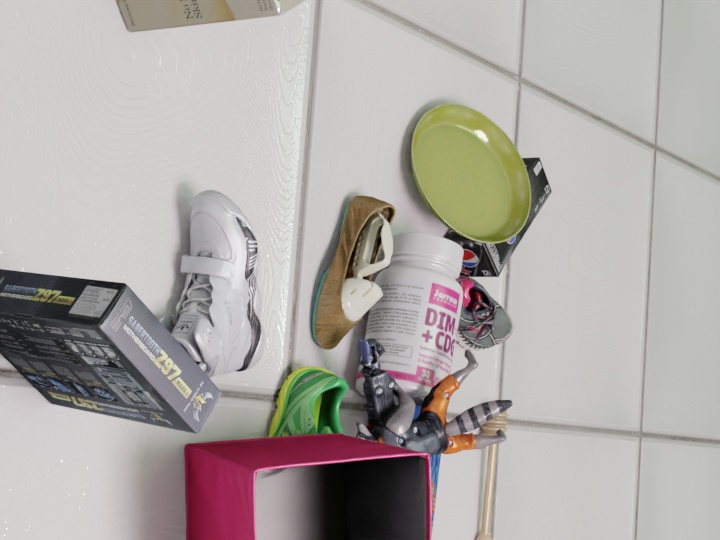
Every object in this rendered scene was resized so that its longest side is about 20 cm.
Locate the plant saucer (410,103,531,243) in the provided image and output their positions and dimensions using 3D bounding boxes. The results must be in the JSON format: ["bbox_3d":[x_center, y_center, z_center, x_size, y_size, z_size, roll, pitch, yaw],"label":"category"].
[{"bbox_3d":[0.140,-0.124,1.910,0.199,0.031,0.201,17,59,-30],"label":"plant saucer"}]

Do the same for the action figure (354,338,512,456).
[{"bbox_3d":[0.067,0.164,1.662,0.193,0.105,0.201,-27,114,-21],"label":"action figure"}]

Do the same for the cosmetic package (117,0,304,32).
[{"bbox_3d":[-0.150,-0.297,1.404,0.071,0.199,0.106,-42,122,-45],"label":"cosmetic package"}]

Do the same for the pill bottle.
[{"bbox_3d":[0.065,0.062,1.785,0.113,0.113,0.201,30,65,-51],"label":"pill bottle"}]

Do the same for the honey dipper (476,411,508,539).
[{"bbox_3d":[0.183,0.289,2.022,0.038,0.038,0.201,8,85,-55],"label":"honey dipper"}]

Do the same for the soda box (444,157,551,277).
[{"bbox_3d":[0.191,-0.075,2.002,0.200,0.071,0.063,-53,130,-40],"label":"soda box"}]

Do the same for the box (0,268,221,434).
[{"bbox_3d":[-0.241,0.069,1.272,0.051,0.199,0.158,-59,135,-27],"label":"box"}]

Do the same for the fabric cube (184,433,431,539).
[{"bbox_3d":[-0.058,0.279,1.480,0.196,0.199,0.201,-2,91,-28],"label":"fabric cube"}]

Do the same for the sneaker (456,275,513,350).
[{"bbox_3d":[0.155,0.059,1.948,0.200,0.074,0.081,27,68,-53],"label":"sneaker"}]

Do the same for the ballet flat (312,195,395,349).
[{"bbox_3d":[0.000,0.000,1.728,0.068,0.072,0.201,44,56,-45],"label":"ballet flat"}]

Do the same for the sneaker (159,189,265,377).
[{"bbox_3d":[-0.160,0.024,1.495,0.115,0.075,0.201,-30,118,-54],"label":"sneaker"}]

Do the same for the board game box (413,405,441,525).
[{"bbox_3d":[0.066,0.275,1.797,0.152,0.045,0.201,51,46,-76],"label":"board game box"}]

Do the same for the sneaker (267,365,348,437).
[{"bbox_3d":[-0.064,0.203,1.626,0.074,0.083,0.201,33,64,-50],"label":"sneaker"}]
